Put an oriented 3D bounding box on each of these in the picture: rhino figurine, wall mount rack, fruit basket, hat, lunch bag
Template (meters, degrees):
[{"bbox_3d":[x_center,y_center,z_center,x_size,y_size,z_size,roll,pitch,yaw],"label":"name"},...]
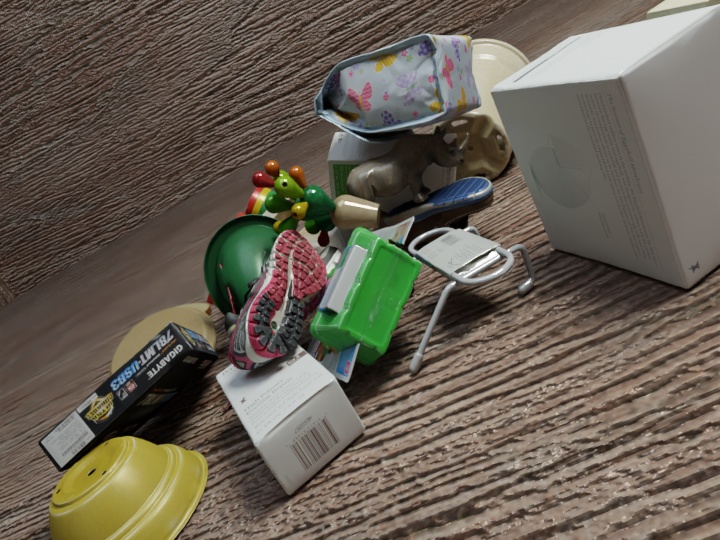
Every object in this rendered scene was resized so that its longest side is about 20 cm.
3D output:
[{"bbox_3d":[0.069,-0.140,0.854,0.197,0.089,0.060,-30,13,3],"label":"rhino figurine"},{"bbox_3d":[0.096,0.020,0.691,0.171,0.076,0.200,-30,20,-8],"label":"wall mount rack"},{"bbox_3d":[-0.014,0.029,0.715,0.189,0.092,0.199,-65,21,-10],"label":"fruit basket"},{"bbox_3d":[-0.147,0.038,0.839,0.162,0.205,0.176,-22,15,3],"label":"hat"},{"bbox_3d":[0.053,-0.252,0.861,0.195,0.131,0.169,-4,15,29],"label":"lunch bag"}]

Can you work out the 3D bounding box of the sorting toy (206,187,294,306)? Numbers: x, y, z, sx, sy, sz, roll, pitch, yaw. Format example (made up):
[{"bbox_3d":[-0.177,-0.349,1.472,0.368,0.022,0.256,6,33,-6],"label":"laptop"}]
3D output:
[{"bbox_3d":[-0.187,-0.040,1.047,0.200,0.068,0.203,-64,-4,-56],"label":"sorting toy"}]

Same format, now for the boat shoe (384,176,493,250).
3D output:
[{"bbox_3d":[0.119,-0.075,0.864,0.072,0.074,0.198,-40,17,-32],"label":"boat shoe"}]

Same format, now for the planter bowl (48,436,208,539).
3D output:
[{"bbox_3d":[-0.272,0.245,0.661,0.197,0.085,0.201,-27,21,11],"label":"planter bowl"}]

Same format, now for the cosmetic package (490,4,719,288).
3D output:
[{"bbox_3d":[0.256,-0.119,0.591,0.121,0.203,0.200,-32,21,-8],"label":"cosmetic package"}]

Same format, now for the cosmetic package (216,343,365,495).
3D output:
[{"bbox_3d":[-0.083,0.141,0.656,0.101,0.075,0.199,-36,22,-16],"label":"cosmetic package"}]

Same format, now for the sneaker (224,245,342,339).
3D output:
[{"bbox_3d":[-0.104,0.030,0.800,0.201,0.087,0.074,-49,-9,-20],"label":"sneaker"}]

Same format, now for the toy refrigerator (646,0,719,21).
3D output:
[{"bbox_3d":[0.344,-0.164,0.573,0.069,0.203,0.076,-31,21,-6],"label":"toy refrigerator"}]

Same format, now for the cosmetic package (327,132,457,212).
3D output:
[{"bbox_3d":[0.053,-0.151,0.955,0.193,0.110,0.086,2,43,9],"label":"cosmetic package"}]

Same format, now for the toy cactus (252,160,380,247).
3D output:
[{"bbox_3d":[-0.056,-0.074,0.808,0.160,0.201,0.105,7,69,10],"label":"toy cactus"}]

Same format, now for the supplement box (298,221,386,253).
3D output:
[{"bbox_3d":[-0.049,-0.046,1.028,0.200,0.075,0.125,-43,24,-29],"label":"supplement box"}]

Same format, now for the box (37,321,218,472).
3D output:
[{"bbox_3d":[-0.284,0.158,0.782,0.198,0.050,0.200,-41,-4,-11],"label":"box"}]

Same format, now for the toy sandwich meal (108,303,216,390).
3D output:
[{"bbox_3d":[-0.307,0.139,0.969,0.199,0.071,0.209,-11,44,10],"label":"toy sandwich meal"}]

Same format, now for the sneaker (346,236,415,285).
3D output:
[{"bbox_3d":[0.000,0.000,0.864,0.091,0.077,0.200,-36,20,-4],"label":"sneaker"}]

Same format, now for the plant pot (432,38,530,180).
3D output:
[{"bbox_3d":[0.198,-0.254,1.036,0.196,0.202,0.186,-15,36,33],"label":"plant pot"}]

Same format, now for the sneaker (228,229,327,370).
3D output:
[{"bbox_3d":[-0.100,0.027,0.711,0.074,0.081,0.202,-34,21,35],"label":"sneaker"}]
